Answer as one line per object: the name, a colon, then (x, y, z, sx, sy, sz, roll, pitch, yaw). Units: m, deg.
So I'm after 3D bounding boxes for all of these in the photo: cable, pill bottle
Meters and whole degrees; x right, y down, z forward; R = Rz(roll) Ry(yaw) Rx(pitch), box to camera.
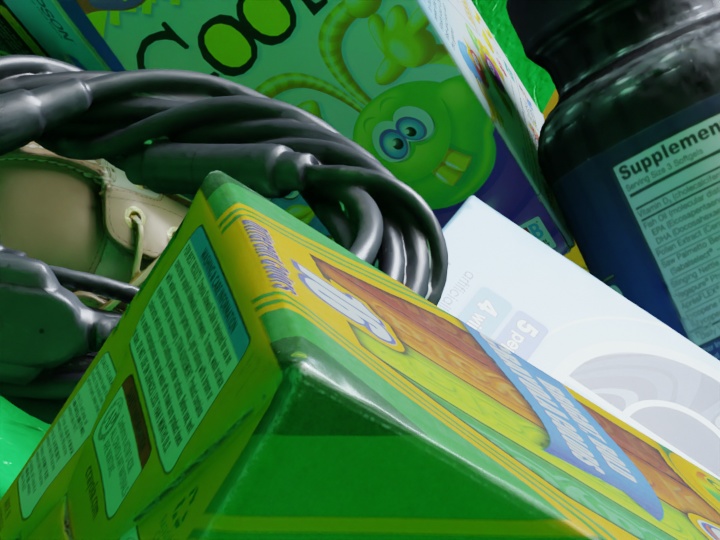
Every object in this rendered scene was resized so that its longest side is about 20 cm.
cable: (-0.073, -0.013, 0.678, 0.199, 0.051, 0.163, 7, 28, 0)
pill bottle: (0.131, -0.023, 0.821, 0.201, 0.111, 0.112, 65, 13, 7)

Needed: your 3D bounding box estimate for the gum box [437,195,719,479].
gum box: (0.072, 0.085, 0.671, 0.200, 0.045, 0.170, 35, 41, 7)

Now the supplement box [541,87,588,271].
supplement box: (0.157, 0.015, 0.957, 0.200, 0.109, 0.109, 32, 5, 34)

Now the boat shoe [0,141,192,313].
boat shoe: (-0.082, -0.004, 0.805, 0.066, 0.074, 0.200, 31, 5, 32)

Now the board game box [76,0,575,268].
board game box: (-0.018, -0.084, 0.843, 0.200, 0.103, 0.105, 56, 15, -28)

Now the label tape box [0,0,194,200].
label tape box: (-0.117, -0.109, 0.916, 0.200, 0.066, 0.143, 28, -18, 49)

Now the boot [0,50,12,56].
boot: (-0.172, -0.072, 0.892, 0.199, 0.073, 0.155, 27, 8, -22)

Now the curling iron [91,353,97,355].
curling iron: (-0.050, 0.050, 0.759, 0.199, 0.026, 0.050, 24, 48, -31)

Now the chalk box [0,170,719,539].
chalk box: (0.028, 0.094, 0.450, 0.199, 0.124, 0.125, 30, 8, -19)
